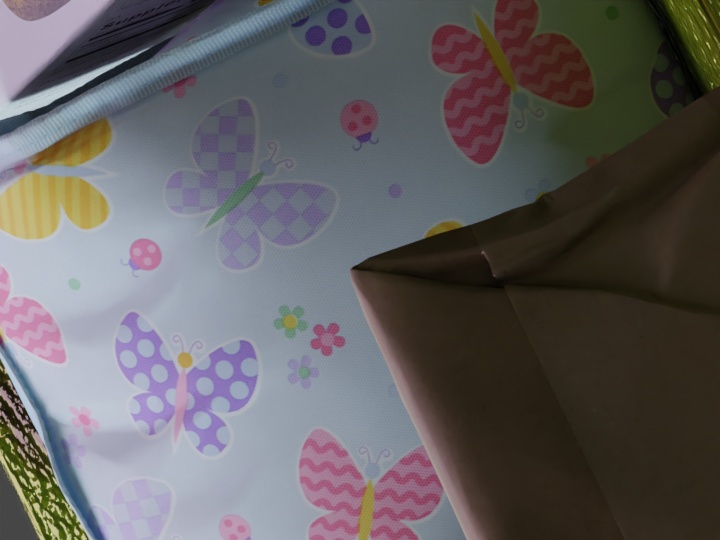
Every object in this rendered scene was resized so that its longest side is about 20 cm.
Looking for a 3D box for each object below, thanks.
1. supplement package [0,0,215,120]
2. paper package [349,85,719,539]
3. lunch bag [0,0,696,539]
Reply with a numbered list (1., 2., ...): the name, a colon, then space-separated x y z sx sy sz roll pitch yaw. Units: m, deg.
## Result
1. supplement package: -0.068 -0.127 0.818 0.114 0.109 0.200 60 146 3
2. paper package: 0.097 0.090 0.632 0.191 0.103 0.200 63 -178 34
3. lunch bag: 0.000 0.000 0.804 0.170 0.200 0.127 62 -179 -5
